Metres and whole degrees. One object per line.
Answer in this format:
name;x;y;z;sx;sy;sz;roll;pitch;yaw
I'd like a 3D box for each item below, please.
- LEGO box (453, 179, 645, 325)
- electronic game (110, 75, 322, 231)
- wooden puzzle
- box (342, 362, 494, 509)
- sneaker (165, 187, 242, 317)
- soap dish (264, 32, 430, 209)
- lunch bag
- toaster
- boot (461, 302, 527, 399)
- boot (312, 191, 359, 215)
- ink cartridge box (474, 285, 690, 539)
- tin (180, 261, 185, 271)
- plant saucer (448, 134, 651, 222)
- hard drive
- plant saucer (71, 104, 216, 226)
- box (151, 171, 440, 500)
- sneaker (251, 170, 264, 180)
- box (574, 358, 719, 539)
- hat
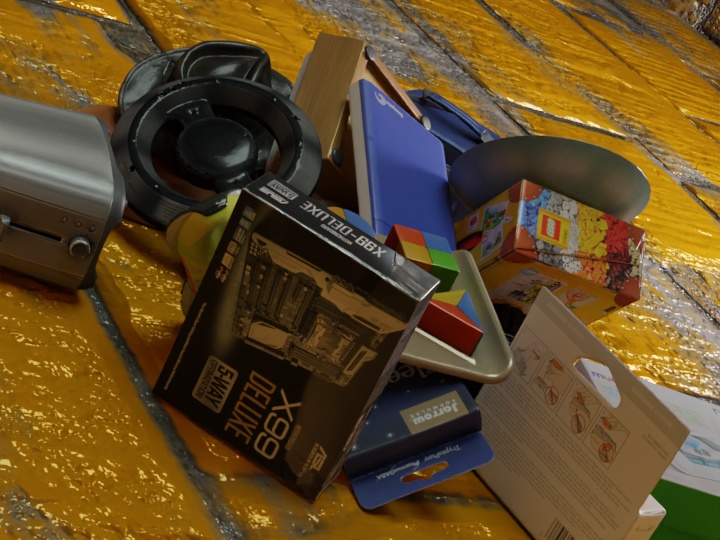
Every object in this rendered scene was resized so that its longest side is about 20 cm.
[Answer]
LEGO box;0.162;0.002;1.649;0.148;0.200;0.078;21;63;-22
electronic game;-0.134;-0.107;1.553;0.198;0.042;0.201;3;51;-4
wooden puzzle;0.023;0.010;1.403;0.198;0.047;0.186;11;32;-19
box;0.019;0.100;1.381;0.120;0.033;0.200;-19;44;-12
sneaker;-0.102;0.012;1.352;0.078;0.201;0.091;-24;60;-13
soap dish;-0.008;-0.124;1.689;0.157;0.081;0.201;49;42;-35
lunch bag;0.089;-0.129;1.937;0.199;0.133;0.136;34;22;12
toaster;-0.278;-0.076;1.393;0.128;0.114;0.200;16;27;-25
boot;0.086;0.075;1.555;0.210;0.080;0.158;24;23;-21
boot;0.000;0.000;1.542;0.185;0.065;0.200;15;24;-17
ink cartridge box;0.181;0.140;1.399;0.043;0.174;0.200;7;31;-44
tin;-0.077;0.007;1.560;0.199;0.042;0.112;12;31;-37
plant saucer;0.183;-0.067;1.635;0.200;0.201;0.039;20;63;-22
hard drive;0.043;-0.075;1.597;0.132;0.025;0.201;36;36;-38
plant saucer;-0.214;-0.107;1.642;0.199;0.038;0.200;25;21;-10
box;-0.052;0.051;1.267;0.157;0.201;0.050;33;28;10
sneaker;-0.129;-0.132;1.737;0.198;0.077;0.081;13;51;11
box;0.282;0.191;1.524;0.199;0.097;0.177;19;26;-21
hat;-0.138;-0.183;1.668;0.199;0.081;0.202;12;45;-12
